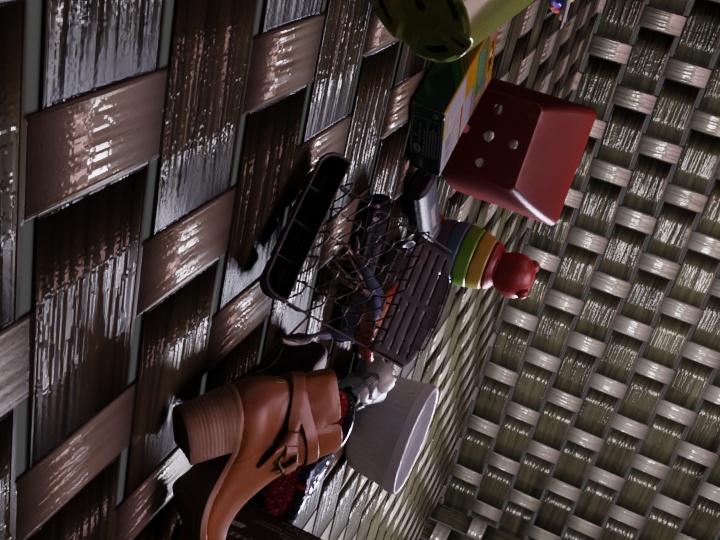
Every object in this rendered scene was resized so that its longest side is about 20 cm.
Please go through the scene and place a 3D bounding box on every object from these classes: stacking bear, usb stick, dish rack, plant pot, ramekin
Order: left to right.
[{"bbox_3d":[0.000,0.000,1.163,0.055,0.032,0.202,-31,140,-57],"label":"usb stick"},{"bbox_3d":[0.007,-0.002,0.899,0.054,0.199,0.154,-12,-130,64],"label":"dish rack"},{"bbox_3d":[0.052,0.278,1.599,0.200,0.104,0.202,21,90,-75],"label":"ramekin"},{"bbox_3d":[0.097,-0.091,1.361,0.200,0.032,0.056,73,39,-68],"label":"usb stick"},{"bbox_3d":[0.107,-0.304,0.872,0.190,0.199,0.201,-50,160,-21],"label":"plant pot"},{"bbox_3d":[0.196,-0.015,1.528,0.114,0.198,0.122,89,27,-57],"label":"stacking bear"},{"bbox_3d":[0.233,-0.203,1.457,0.176,0.199,0.202,3,108,-63],"label":"plant pot"}]

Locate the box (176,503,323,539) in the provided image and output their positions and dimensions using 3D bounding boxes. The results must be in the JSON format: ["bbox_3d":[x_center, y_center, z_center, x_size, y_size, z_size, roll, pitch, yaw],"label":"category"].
[{"bbox_3d":[-0.114,0.364,0.975,0.200,0.165,0.166,44,69,-75],"label":"box"}]

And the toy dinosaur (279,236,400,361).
[{"bbox_3d":[0.013,0.040,1.019,0.106,0.198,0.182,-68,-150,27],"label":"toy dinosaur"}]

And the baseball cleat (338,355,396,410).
[{"bbox_3d":[-0.006,0.172,1.344,0.106,0.070,0.200,-30,168,-13],"label":"baseball cleat"}]

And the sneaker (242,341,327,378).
[{"bbox_3d":[-0.085,0.146,0.965,0.200,0.072,0.085,-38,144,-66],"label":"sneaker"}]

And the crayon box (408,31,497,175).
[{"bbox_3d":[0.127,-0.247,1.250,0.126,0.051,0.201,88,27,-57],"label":"crayon box"}]

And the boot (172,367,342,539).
[{"bbox_3d":[-0.091,0.184,0.847,0.153,0.074,0.202,-13,129,-27],"label":"boot"}]

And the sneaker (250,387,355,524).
[{"bbox_3d":[-0.077,0.238,1.160,0.201,0.079,0.096,-56,172,-17],"label":"sneaker"}]

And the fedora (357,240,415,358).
[{"bbox_3d":[0.070,0.055,1.379,0.177,0.090,0.202,-44,151,-59],"label":"fedora"}]

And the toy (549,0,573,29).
[{"bbox_3d":[0.419,-0.570,1.895,0.200,0.047,0.116,-46,150,-65],"label":"toy"}]
